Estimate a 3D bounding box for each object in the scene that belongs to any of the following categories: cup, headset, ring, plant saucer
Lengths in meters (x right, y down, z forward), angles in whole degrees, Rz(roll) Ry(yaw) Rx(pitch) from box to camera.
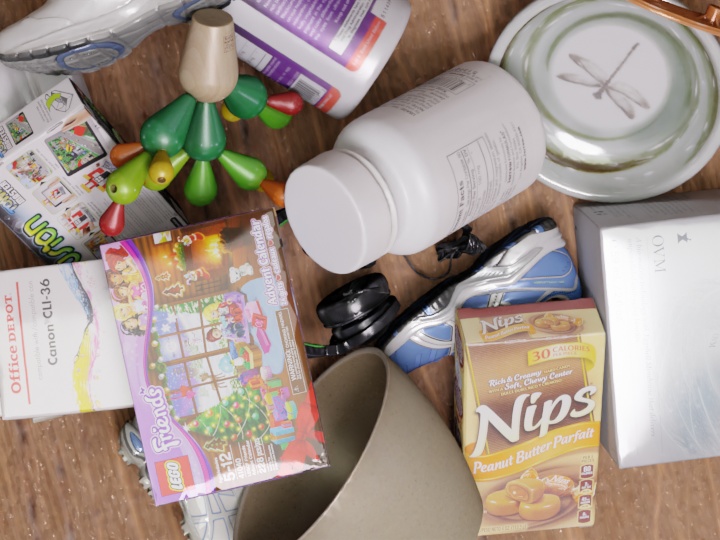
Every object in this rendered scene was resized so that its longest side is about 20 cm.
[{"bbox_3d":[0.013,0.184,1.652,0.143,0.200,0.201,36,97,-18],"label":"cup"},{"bbox_3d":[0.000,0.000,1.666,0.199,0.094,0.125,-12,90,-31],"label":"headset"},{"bbox_3d":[0.232,-0.228,1.600,0.199,0.201,0.019,19,112,-7],"label":"ring"},{"bbox_3d":[0.201,-0.151,1.668,0.198,0.050,0.201,6,126,9],"label":"plant saucer"}]

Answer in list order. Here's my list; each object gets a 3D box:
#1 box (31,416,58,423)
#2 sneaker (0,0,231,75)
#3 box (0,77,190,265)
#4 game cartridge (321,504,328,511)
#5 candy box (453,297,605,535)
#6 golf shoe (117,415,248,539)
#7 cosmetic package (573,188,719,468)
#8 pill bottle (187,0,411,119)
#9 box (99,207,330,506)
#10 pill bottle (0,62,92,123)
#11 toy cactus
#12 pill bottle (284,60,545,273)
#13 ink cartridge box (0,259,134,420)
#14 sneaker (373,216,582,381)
[{"bbox_3d":[-0.177,0.062,1.689,0.198,0.082,0.069,-13,102,0],"label":"box"},{"bbox_3d":[-0.185,-0.209,1.554,0.199,0.075,0.088,-24,80,1],"label":"sneaker"},{"bbox_3d":[-0.221,-0.058,1.619,0.110,0.035,0.200,-33,146,2],"label":"box"},{"bbox_3d":[0.026,0.276,1.768,0.132,0.040,0.201,-22,102,-3],"label":"game cartridge"},{"bbox_3d":[0.136,0.122,1.700,0.114,0.055,0.201,-5,124,-6],"label":"candy box"},{"bbox_3d":[-0.113,0.188,1.723,0.097,0.078,0.201,-36,102,-3],"label":"golf shoe"},{"bbox_3d":[0.289,0.041,1.697,0.198,0.123,0.201,-7,102,-4],"label":"cosmetic package"},{"bbox_3d":[-0.069,-0.216,1.626,0.199,0.111,0.112,32,97,-9],"label":"pill bottle"},{"bbox_3d":[-0.110,0.064,1.563,0.136,0.039,0.202,-13,89,-5],"label":"box"},{"bbox_3d":[-0.312,-0.110,1.628,0.199,0.113,0.114,-20,102,-1],"label":"pill bottle"},{"bbox_3d":[-0.114,-0.113,1.564,0.199,0.102,0.166,-21,133,-35],"label":"toy cactus"},{"bbox_3d":[0.041,-0.077,1.614,0.199,0.114,0.115,-30,105,-36],"label":"pill bottle"},{"bbox_3d":[-0.223,0.053,1.609,0.198,0.067,0.118,-7,88,-2],"label":"ink cartridge box"},{"bbox_3d":[0.093,0.040,1.705,0.199,0.076,0.077,-34,97,4],"label":"sneaker"}]
